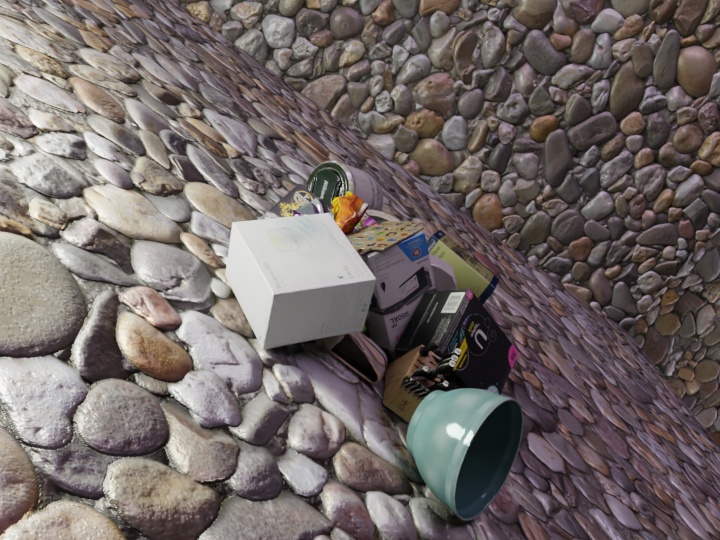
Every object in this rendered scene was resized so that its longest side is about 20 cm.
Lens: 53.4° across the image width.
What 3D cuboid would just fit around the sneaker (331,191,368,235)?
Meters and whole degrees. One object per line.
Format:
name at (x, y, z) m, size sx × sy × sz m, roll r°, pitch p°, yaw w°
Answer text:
sneaker at (-0.038, -0.121, 1.579) m, size 0.076 × 0.074 × 0.200 m, roll 32°, pitch 19°, yaw -2°

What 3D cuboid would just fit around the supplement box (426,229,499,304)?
supplement box at (0.206, 0.045, 1.779) m, size 0.199 × 0.202 × 0.134 m, roll 39°, pitch 16°, yaw 7°

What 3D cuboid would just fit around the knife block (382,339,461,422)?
knife block at (0.115, 0.177, 1.309) m, size 0.063 × 0.177 × 0.201 m, roll 35°, pitch 17°, yaw -6°

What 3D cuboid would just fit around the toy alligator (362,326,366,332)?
toy alligator at (-0.039, 0.081, 1.455) m, size 0.200 × 0.058 × 0.055 m, roll 44°, pitch -26°, yaw 46°

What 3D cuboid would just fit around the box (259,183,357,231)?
box at (-0.111, -0.084, 1.604) m, size 0.199 × 0.049 × 0.161 m, roll 40°, pitch 50°, yaw 5°

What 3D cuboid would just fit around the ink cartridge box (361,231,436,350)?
ink cartridge box at (0.076, 0.037, 1.460) m, size 0.142 × 0.206 × 0.084 m, roll -23°, pitch 19°, yaw -26°

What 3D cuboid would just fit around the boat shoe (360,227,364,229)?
boat shoe at (0.000, 0.000, 1.541) m, size 0.061 × 0.070 × 0.205 m, roll 67°, pitch 24°, yaw -48°

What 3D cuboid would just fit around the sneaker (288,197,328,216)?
sneaker at (-0.091, -0.048, 1.530) m, size 0.074 × 0.085 × 0.205 m, roll 43°, pitch 29°, yaw -74°

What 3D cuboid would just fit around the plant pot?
plant pot at (0.158, 0.276, 1.164) m, size 0.132 × 0.206 × 0.198 m, roll 23°, pitch 6°, yaw 37°

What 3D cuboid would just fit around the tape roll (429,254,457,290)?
tape roll at (0.120, 0.048, 1.595) m, size 0.200 × 0.203 × 0.038 m, roll 30°, pitch 35°, yaw -23°

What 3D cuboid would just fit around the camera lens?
camera lens at (-0.044, -0.204, 1.958) m, size 0.160 × 0.161 × 0.198 m, roll 46°, pitch 19°, yaw 27°

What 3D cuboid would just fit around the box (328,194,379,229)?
box at (-0.051, -0.085, 1.694) m, size 0.136 × 0.039 × 0.199 m, roll 41°, pitch 49°, yaw 11°

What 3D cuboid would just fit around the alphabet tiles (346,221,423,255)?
alphabet tiles at (0.029, -0.068, 1.459) m, size 0.164 × 0.007 × 0.198 m, roll 5°, pitch 24°, yaw 43°

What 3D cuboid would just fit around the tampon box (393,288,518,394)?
tampon box at (0.193, 0.159, 1.410) m, size 0.125 × 0.152 × 0.200 m, roll -5°, pitch -45°, yaw 50°

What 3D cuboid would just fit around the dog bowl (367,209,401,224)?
dog bowl at (0.038, -0.055, 1.790) m, size 0.194 × 0.075 × 0.204 m, roll 12°, pitch 44°, yaw -12°

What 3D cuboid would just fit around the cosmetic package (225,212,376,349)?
cosmetic package at (-0.109, 0.011, 1.245) m, size 0.195 × 0.125 × 0.200 m, roll -9°, pitch 42°, yaw -29°

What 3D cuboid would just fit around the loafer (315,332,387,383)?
loafer at (-0.031, 0.132, 1.315) m, size 0.198 × 0.072 × 0.063 m, roll 38°, pitch 24°, yaw -11°
